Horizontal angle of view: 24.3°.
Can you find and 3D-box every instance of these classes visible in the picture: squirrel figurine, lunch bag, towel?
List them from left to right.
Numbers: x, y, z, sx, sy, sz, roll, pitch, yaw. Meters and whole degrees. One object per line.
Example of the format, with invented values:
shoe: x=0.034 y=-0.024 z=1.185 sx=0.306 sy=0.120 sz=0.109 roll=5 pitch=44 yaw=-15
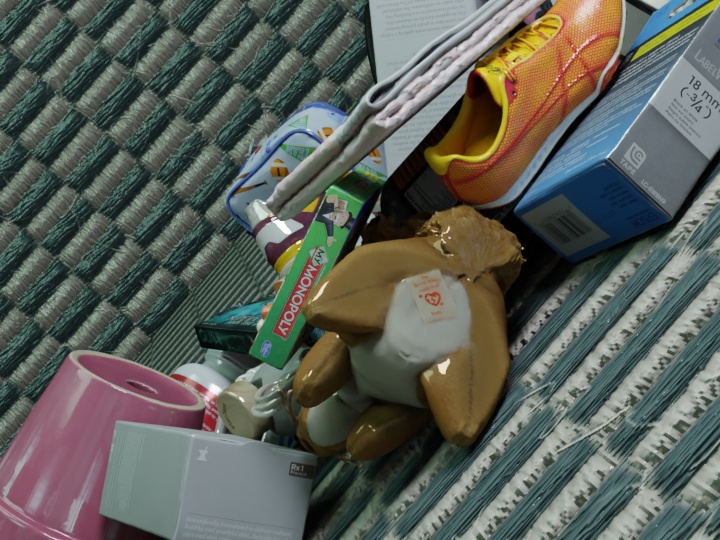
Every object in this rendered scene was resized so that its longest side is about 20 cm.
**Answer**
lunch bag: x=-0.030 y=-0.064 z=1.655 sx=0.160 sy=0.200 sz=0.076 roll=-42 pitch=15 yaw=36
squirrel figurine: x=0.029 y=0.049 z=1.183 sx=0.200 sy=0.141 sz=0.187 roll=-57 pitch=0 yaw=-33
towel: x=0.033 y=-0.128 z=1.227 sx=0.200 sy=0.032 sz=0.191 roll=-41 pitch=2 yaw=-31

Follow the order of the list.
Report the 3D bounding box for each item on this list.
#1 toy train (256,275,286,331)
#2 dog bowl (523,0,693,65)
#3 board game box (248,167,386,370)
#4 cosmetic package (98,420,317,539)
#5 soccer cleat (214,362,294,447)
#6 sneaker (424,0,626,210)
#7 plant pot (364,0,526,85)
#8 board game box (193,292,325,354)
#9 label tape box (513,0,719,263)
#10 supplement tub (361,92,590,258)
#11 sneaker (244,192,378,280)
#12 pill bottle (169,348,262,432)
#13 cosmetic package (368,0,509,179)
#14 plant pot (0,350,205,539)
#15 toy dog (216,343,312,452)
toy train: x=0.000 y=0.000 z=1.446 sx=0.150 sy=0.056 sz=0.200 roll=-12 pitch=10 yaw=33
dog bowl: x=0.182 y=-0.240 z=1.394 sx=0.074 sy=0.200 sz=0.200 roll=-54 pitch=6 yaw=24
board game box: x=-0.029 y=-0.006 z=1.265 sx=0.135 sy=0.029 sz=0.200 roll=-63 pitch=-2 yaw=9
cosmetic package: x=-0.122 y=0.167 z=1.296 sx=0.200 sy=0.107 sz=0.090 roll=-178 pitch=100 yaw=-68
soccer cleat: x=-0.078 y=0.111 z=1.490 sx=0.070 sy=0.086 sz=0.200 roll=0 pitch=40 yaw=22
sneaker: x=0.121 y=-0.136 z=1.175 sx=0.073 sy=0.077 sz=0.200 roll=17 pitch=70 yaw=49
plant pot: x=0.123 y=-0.204 z=1.575 sx=0.199 sy=0.200 sz=0.178 roll=-42 pitch=22 yaw=37
board game box: x=-0.057 y=0.043 z=1.567 sx=0.135 sy=0.028 sz=0.200 roll=-22 pitch=11 yaw=-26
label tape box: x=0.206 y=-0.110 z=1.141 sx=0.200 sy=0.063 sz=0.144 roll=-53 pitch=9 yaw=-21
supplement tub: x=0.100 y=-0.069 z=1.296 sx=0.200 sy=0.122 sz=0.123 roll=-48 pitch=9 yaw=12
sneaker: x=-0.022 y=-0.042 z=1.532 sx=0.075 sy=0.090 sz=0.200 roll=-43 pitch=-17 yaw=29
pill bottle: x=-0.164 y=0.165 z=1.636 sx=0.200 sy=0.112 sz=0.112 roll=-52 pitch=9 yaw=-19
cosmetic package: x=0.075 y=-0.151 z=1.435 sx=0.101 sy=0.200 sz=0.071 roll=-3 pitch=5 yaw=29
plant pot: x=-0.225 y=0.175 z=1.454 sx=0.200 sy=0.200 sz=0.179 roll=-121 pitch=52 yaw=-81
toy dog: x=-0.030 y=0.106 z=1.350 sx=0.132 sy=0.096 sz=0.200 roll=-36 pitch=9 yaw=-16
